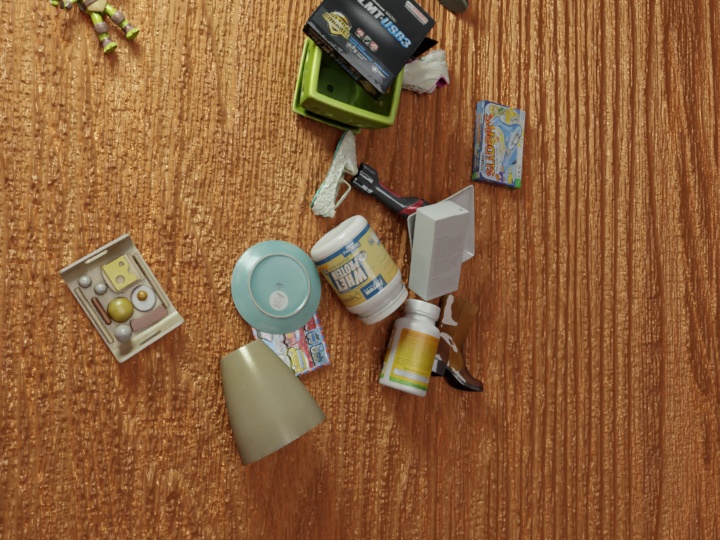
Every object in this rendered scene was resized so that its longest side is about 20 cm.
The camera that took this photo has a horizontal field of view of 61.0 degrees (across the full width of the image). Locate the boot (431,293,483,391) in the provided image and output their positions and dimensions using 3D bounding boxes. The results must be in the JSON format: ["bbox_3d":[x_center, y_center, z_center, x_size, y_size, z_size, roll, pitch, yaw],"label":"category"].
[{"bbox_3d":[0.246,0.179,1.486,0.186,0.068,0.203,26,70,-14],"label":"boot"}]

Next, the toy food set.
[{"bbox_3d":[-0.447,0.051,1.154,0.143,0.060,0.202,-34,102,-22],"label":"toy food set"}]

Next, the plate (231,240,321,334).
[{"bbox_3d":[-0.173,0.033,1.288,0.197,0.026,0.204,5,77,-23],"label":"plate"}]

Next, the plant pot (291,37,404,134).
[{"bbox_3d":[-0.036,-0.408,1.302,0.197,0.181,0.203,13,84,-24],"label":"plant pot"}]

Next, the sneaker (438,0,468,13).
[{"bbox_3d":[0.210,-0.735,1.490,0.200,0.075,0.107,42,74,-16],"label":"sneaker"}]

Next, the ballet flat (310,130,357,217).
[{"bbox_3d":[-0.044,-0.206,1.348,0.071,0.072,0.203,26,84,-21],"label":"ballet flat"}]

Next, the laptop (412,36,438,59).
[{"bbox_3d":[0.063,-0.554,1.343,0.184,0.116,0.203,14,56,-18],"label":"laptop"}]

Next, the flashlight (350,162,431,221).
[{"bbox_3d":[0.073,-0.176,1.410,0.199,0.068,0.068,34,101,-16],"label":"flashlight"}]

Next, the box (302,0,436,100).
[{"bbox_3d":[0.019,-0.479,1.199,0.199,0.050,0.200,40,77,-14],"label":"box"}]

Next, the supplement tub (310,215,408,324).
[{"bbox_3d":[0.000,0.000,1.320,0.144,0.144,0.201,-40,103,-21],"label":"supplement tub"}]

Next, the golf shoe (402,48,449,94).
[{"bbox_3d":[0.134,-0.455,1.445,0.198,0.075,0.093,-26,102,-23],"label":"golf shoe"}]

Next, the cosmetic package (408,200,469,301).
[{"bbox_3d":[0.174,-0.044,1.375,0.100,0.071,0.203,-16,125,-31],"label":"cosmetic package"}]

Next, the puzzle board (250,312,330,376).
[{"bbox_3d":[-0.155,0.129,1.312,0.149,0.017,0.203,-18,95,-25],"label":"puzzle board"}]

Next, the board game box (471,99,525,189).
[{"bbox_3d":[0.353,-0.319,1.561,0.133,0.034,0.204,7,85,-25],"label":"board game box"}]

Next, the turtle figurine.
[{"bbox_3d":[-0.507,-0.497,1.150,0.200,0.064,0.162,-44,113,-29],"label":"turtle figurine"}]

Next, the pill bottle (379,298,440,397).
[{"bbox_3d":[0.119,0.174,1.385,0.110,0.111,0.203,20,80,-23],"label":"pill bottle"}]

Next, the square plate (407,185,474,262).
[{"bbox_3d":[0.188,-0.081,1.435,0.196,0.028,0.203,-27,129,-23],"label":"square plate"}]

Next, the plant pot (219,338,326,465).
[{"bbox_3d":[-0.194,0.247,1.213,0.185,0.187,0.202,-26,85,-24],"label":"plant pot"}]
